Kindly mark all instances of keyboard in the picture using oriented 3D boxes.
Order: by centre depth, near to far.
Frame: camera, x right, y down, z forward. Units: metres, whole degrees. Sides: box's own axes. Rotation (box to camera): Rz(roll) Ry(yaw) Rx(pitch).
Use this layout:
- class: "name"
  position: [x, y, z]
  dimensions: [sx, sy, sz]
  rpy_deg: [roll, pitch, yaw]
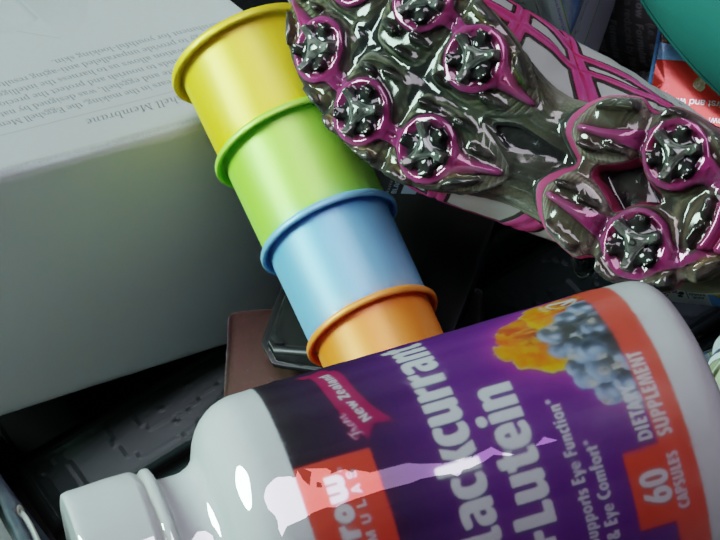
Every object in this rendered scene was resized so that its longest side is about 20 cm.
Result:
- class: "keyboard"
  position: [0.048, -0.035, 1.079]
  dimensions: [0.126, 0.021, 0.201]
  rpy_deg: [4, 51, 23]

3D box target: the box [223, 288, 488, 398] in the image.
- class: "box"
  position: [0.000, 0.107, 1.025]
  dimensions: [0.099, 0.075, 0.201]
  rpy_deg: [-5, 50, 10]

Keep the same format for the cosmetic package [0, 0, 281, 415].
- class: "cosmetic package"
  position: [-0.152, -0.052, 1.127]
  dimensions: [0.199, 0.124, 0.200]
  rpy_deg: [-17, 42, -33]

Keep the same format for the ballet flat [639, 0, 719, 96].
- class: "ballet flat"
  position: [0.175, -0.064, 0.968]
  dimensions: [0.074, 0.074, 0.200]
  rpy_deg: [-34, 62, -15]

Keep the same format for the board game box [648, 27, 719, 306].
- class: "board game box"
  position: [0.209, -0.080, 1.025]
  dimensions: [0.199, 0.056, 0.197]
  rpy_deg: [6, 70, 20]

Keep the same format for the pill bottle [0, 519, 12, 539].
- class: "pill bottle"
  position: [-0.134, 0.153, 0.931]
  dimensions: [0.114, 0.201, 0.115]
  rpy_deg: [-7, 48, 8]

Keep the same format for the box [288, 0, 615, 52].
- class: "box"
  position: [0.052, -0.175, 1.089]
  dimensions: [0.112, 0.102, 0.201]
  rpy_deg: [10, 61, 22]

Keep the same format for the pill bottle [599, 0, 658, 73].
- class: "pill bottle"
  position: [0.144, -0.127, 1.163]
  dimensions: [0.199, 0.113, 0.113]
  rpy_deg: [14, 54, 24]

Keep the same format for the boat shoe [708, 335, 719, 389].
- class: "boat shoe"
  position: [0.200, 0.065, 0.936]
  dimensions: [0.199, 0.072, 0.062]
  rpy_deg: [11, 57, 35]

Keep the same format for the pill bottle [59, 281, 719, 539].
- class: "pill bottle"
  position: [0.012, 0.081, 0.884]
  dimensions: [0.199, 0.112, 0.112]
  rpy_deg: [-16, 47, -10]

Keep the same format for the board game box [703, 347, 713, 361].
- class: "board game box"
  position: [0.215, 0.085, 0.996]
  dimensions: [0.199, 0.062, 0.200]
  rpy_deg: [-21, 47, -5]

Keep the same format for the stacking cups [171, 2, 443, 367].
- class: "stacking cups"
  position: [0.000, 0.000, 1.001]
  dimensions: [0.060, 0.061, 0.201]
  rpy_deg: [-25, 67, -8]

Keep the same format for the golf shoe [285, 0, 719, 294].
- class: "golf shoe"
  position: [0.060, -0.047, 0.980]
  dimensions: [0.200, 0.092, 0.073]
  rpy_deg: [34, 100, 26]

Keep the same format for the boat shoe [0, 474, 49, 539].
- class: "boat shoe"
  position: [-0.175, 0.087, 1.092]
  dimensions: [0.075, 0.062, 0.200]
  rpy_deg: [-35, 50, -14]
